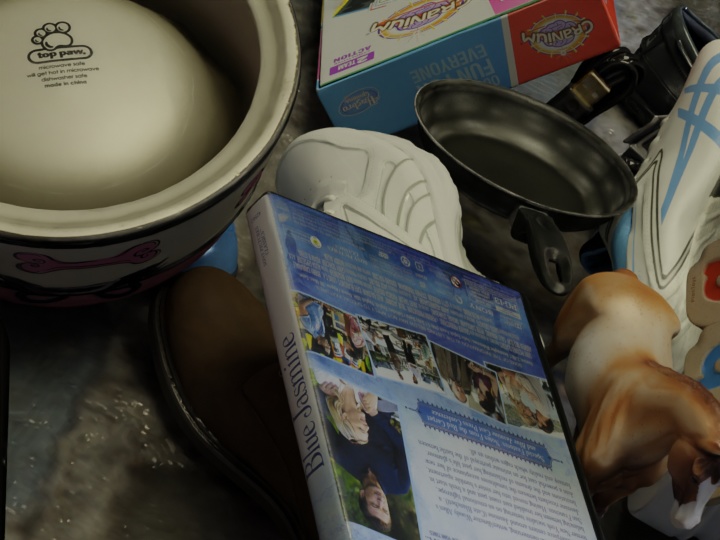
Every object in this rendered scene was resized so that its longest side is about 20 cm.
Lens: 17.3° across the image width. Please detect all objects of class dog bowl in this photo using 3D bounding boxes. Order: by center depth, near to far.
[{"bbox_3d":[-0.125,-0.072,0.982,0.199,0.074,0.201,3,55,-4],"label":"dog bowl"}]

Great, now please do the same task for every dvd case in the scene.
[{"bbox_3d":[0.032,0.069,0.878,0.142,0.018,0.201,21,39,-37],"label":"dvd case"}]

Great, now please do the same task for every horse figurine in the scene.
[{"bbox_3d":[0.102,0.058,0.981,0.050,0.133,0.200,20,32,-10],"label":"horse figurine"}]

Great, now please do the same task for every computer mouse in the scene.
[{"bbox_3d":[0.160,-0.056,1.243,0.199,0.110,0.044,17,38,-35],"label":"computer mouse"}]

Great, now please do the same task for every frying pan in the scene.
[{"bbox_3d":[0.089,-0.031,1.081,0.114,0.031,0.190,7,33,-31],"label":"frying pan"}]

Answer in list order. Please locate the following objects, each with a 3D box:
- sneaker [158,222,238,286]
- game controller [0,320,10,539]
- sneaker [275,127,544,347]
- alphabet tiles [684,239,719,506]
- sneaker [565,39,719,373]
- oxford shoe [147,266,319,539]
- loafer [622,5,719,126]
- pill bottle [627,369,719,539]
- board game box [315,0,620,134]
[{"bbox_3d":[-0.103,-0.075,1.063,0.066,0.079,0.201,4,40,-38],"label":"sneaker"},{"bbox_3d":[-0.176,0.067,0.829,0.104,0.042,0.201,17,32,-19],"label":"game controller"},{"bbox_3d":[0.000,0.000,1.030,0.099,0.078,0.200,3,34,-34],"label":"sneaker"},{"bbox_3d":[0.207,0.018,0.920,0.015,0.195,0.201,30,52,-36],"label":"alphabet tiles"},{"bbox_3d":[0.148,-0.031,1.140,0.072,0.072,0.201,10,61,18],"label":"sneaker"},{"bbox_3d":[-0.016,0.057,0.935,0.072,0.085,0.200,-6,44,-42],"label":"oxford shoe"},{"bbox_3d":[0.234,-0.072,1.338,0.200,0.071,0.068,43,34,21],"label":"loafer"},{"bbox_3d":[0.222,0.112,1.021,0.199,0.113,0.113,28,31,-3],"label":"pill bottle"},{"bbox_3d":[0.054,-0.155,1.247,0.201,0.152,0.040,-88,154,-56],"label":"board game box"}]
